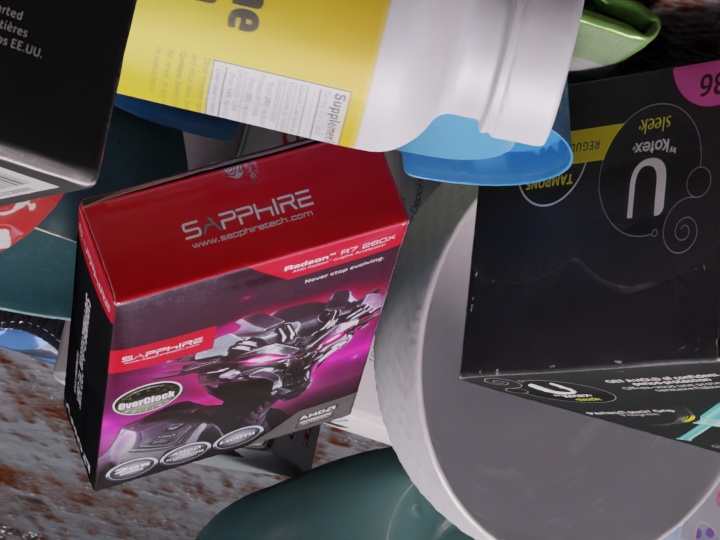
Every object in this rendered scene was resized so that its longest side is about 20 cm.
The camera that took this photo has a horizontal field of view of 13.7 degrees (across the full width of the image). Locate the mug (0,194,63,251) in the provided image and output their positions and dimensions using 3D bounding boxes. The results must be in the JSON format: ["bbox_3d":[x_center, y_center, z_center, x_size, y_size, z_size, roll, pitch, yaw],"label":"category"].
[{"bbox_3d":[-0.188,-0.107,1.103,0.133,0.178,0.200,-5,157,22],"label":"mug"}]

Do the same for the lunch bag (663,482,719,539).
[{"bbox_3d":[0.186,0.092,1.587,0.127,0.170,0.200,11,166,11],"label":"lunch bag"}]

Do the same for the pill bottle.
[{"bbox_3d":[-0.023,-0.106,1.070,0.199,0.113,0.112,12,167,-2],"label":"pill bottle"}]

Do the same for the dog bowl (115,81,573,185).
[{"bbox_3d":[-0.010,-0.083,1.190,0.199,0.050,0.112,10,165,-1],"label":"dog bowl"}]

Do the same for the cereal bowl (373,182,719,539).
[{"bbox_3d":[0.085,0.031,1.372,0.200,0.201,0.083,21,173,-33],"label":"cereal bowl"}]

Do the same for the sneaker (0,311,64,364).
[{"bbox_3d":[-0.211,0.023,1.925,0.199,0.066,0.078,20,177,-30],"label":"sneaker"}]

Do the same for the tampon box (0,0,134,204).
[{"bbox_3d":[-0.137,-0.130,0.844,0.126,0.201,0.150,20,166,-29],"label":"tampon box"}]

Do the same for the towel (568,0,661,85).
[{"bbox_3d":[0.023,-0.100,1.256,0.149,0.031,0.200,14,165,-17],"label":"towel"}]

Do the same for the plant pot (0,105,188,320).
[{"bbox_3d":[-0.160,-0.069,1.304,0.199,0.135,0.200,12,167,3],"label":"plant pot"}]

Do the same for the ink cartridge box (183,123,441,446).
[{"bbox_3d":[0.000,0.000,1.422,0.199,0.147,0.084,20,170,-28],"label":"ink cartridge box"}]

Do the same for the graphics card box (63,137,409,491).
[{"bbox_3d":[-0.056,0.019,1.239,0.125,0.051,0.200,-16,159,-16],"label":"graphics card box"}]

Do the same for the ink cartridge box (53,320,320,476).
[{"bbox_3d":[-0.075,0.016,1.565,0.083,0.145,0.200,8,168,17],"label":"ink cartridge box"}]

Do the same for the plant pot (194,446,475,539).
[{"bbox_3d":[0.024,0.181,1.541,0.200,0.201,0.161,19,149,-25],"label":"plant pot"}]

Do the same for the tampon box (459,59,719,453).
[{"bbox_3d":[0.165,0.000,1.260,0.199,0.127,0.150,17,164,-41],"label":"tampon box"}]
